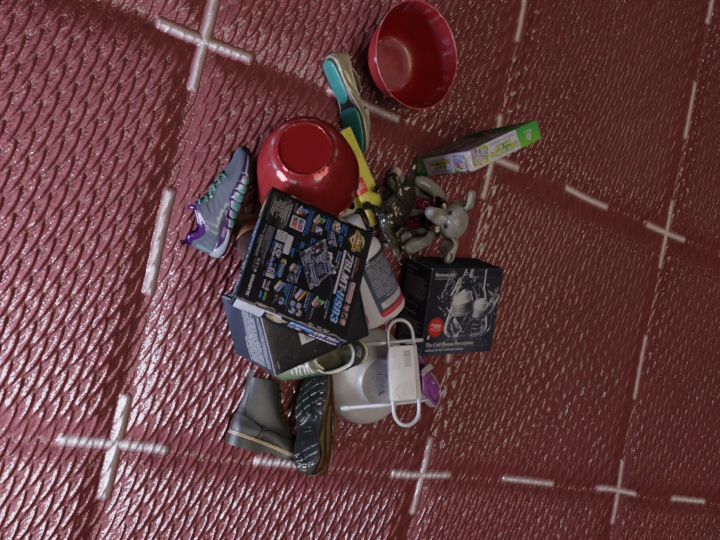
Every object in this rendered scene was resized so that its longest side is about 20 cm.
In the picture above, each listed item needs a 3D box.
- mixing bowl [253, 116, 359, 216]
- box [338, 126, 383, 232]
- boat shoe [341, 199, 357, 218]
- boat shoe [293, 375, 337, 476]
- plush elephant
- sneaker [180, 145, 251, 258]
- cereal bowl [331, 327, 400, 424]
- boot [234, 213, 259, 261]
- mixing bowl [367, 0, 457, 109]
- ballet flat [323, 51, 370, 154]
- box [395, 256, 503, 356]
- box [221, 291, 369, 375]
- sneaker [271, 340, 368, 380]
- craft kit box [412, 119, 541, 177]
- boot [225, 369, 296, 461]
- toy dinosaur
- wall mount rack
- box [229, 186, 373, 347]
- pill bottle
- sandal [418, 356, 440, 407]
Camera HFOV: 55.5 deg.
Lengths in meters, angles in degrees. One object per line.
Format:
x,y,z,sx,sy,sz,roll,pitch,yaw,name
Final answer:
-0.096,-0.191,1.200,0.193,0.109,0.207,1,74,-2,mixing bowl
-0.013,-0.177,1.349,0.050,0.075,0.204,-32,111,-23,box
-0.082,-0.185,1.300,0.073,0.063,0.202,-43,103,-19,boat shoe
-0.082,0.293,1.312,0.074,0.074,0.206,42,47,-48,boat shoe
0.152,-0.108,1.406,0.195,0.154,0.170,15,87,-30,plush elephant
-0.254,-0.130,1.209,0.085,0.074,0.206,17,85,-24,sneaker
0.021,0.217,1.399,0.195,0.083,0.207,-3,95,-31,cereal bowl
-0.127,-0.042,1.242,0.194,0.169,0.073,-10,143,-19,boot
0.087,-0.420,1.367,0.195,0.107,0.208,-3,96,-30,mixing bowl
-0.012,-0.329,1.342,0.062,0.066,0.205,-30,109,-35,ballet flat
0.189,0.073,1.460,0.195,0.103,0.188,-1,103,-31,box
-0.119,0.081,1.234,0.196,0.197,0.127,-19,104,-27,box
-0.085,0.163,1.272,0.194,0.090,0.069,-11,83,8,sneaker
0.239,-0.251,1.422,0.197,0.196,0.050,-27,108,-26,craft kit box
-0.149,0.284,1.312,0.197,0.076,0.143,24,74,-35,boot
0.068,-0.126,1.330,0.102,0.076,0.205,33,69,-42,toy dinosaur
0.046,0.199,1.320,0.169,0.074,0.207,-1,82,-24,wall mount rack
-0.091,-0.005,1.118,0.194,0.050,0.205,23,66,-17,box
0.000,0.000,1.345,0.118,0.119,0.204,-33,110,-24,pill bottle
0.140,0.229,1.452,0.203,0.048,0.085,46,47,-52,sandal
